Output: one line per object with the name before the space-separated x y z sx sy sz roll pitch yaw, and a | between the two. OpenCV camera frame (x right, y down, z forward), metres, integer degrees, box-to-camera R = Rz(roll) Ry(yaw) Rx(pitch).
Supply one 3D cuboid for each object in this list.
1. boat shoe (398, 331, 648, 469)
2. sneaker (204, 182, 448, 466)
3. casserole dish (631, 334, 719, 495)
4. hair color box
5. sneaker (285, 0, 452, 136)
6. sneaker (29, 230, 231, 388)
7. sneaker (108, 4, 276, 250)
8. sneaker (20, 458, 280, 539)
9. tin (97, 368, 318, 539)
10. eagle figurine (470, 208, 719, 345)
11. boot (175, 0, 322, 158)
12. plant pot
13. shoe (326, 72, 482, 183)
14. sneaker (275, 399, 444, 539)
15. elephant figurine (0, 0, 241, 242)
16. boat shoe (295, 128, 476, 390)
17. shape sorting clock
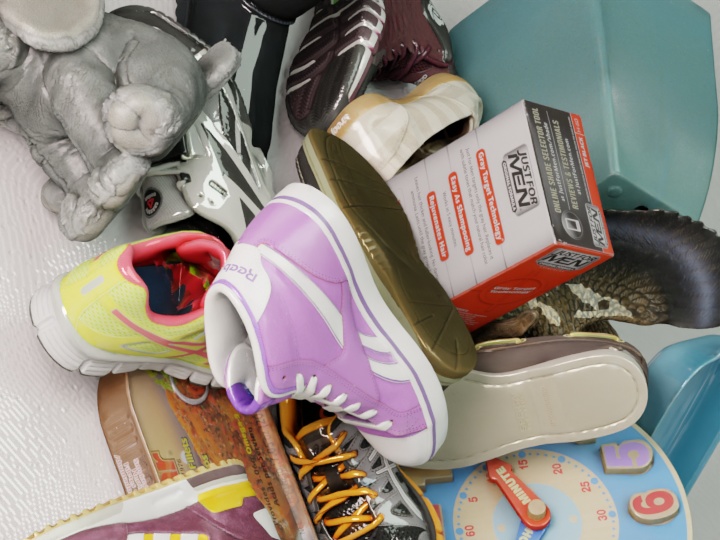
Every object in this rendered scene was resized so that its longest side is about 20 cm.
boat shoe | 0.084 0.078 1.712 0.060 0.199 0.072 -65 144 -71
sneaker | -0.029 0.061 1.546 0.114 0.072 0.201 -52 126 -31
casserole dish | 0.199 0.118 1.821 0.039 0.201 0.121 38 25 25
hair color box | 0.059 -0.018 1.712 0.061 0.200 0.102 11 59 -44
sneaker | 0.019 -0.143 1.849 0.115 0.076 0.201 40 42 -28
sneaker | -0.089 0.016 1.558 0.199 0.090 0.078 -5 63 -47
sneaker | -0.109 -0.068 1.657 0.200 0.074 0.088 58 39 -6
sneaker | -0.125 0.173 1.465 0.199 0.075 0.090 -21 78 -34
tin | -0.090 0.125 1.590 0.112 0.042 0.201 -5 71 -53
eagle figurine | 0.140 0.027 1.827 0.199 0.151 0.152 -18 119 -35
boot | -0.047 -0.171 1.719 0.073 0.162 0.199 21 53 -37
plant pot | 0.166 -0.102 1.910 0.141 0.141 0.201 28 41 -34
shoe | 0.040 -0.088 1.816 0.053 0.070 0.200 38 22 16
sneaker | -0.011 0.124 1.638 0.077 0.078 0.201 34 31 -57
elephant figurine | -0.195 -0.125 1.568 0.200 0.142 0.155 39 12 -2
boat shoe | 0.001 0.001 1.672 0.072 0.066 0.201 14 39 -50
shape sorting clock | 0.112 0.159 1.711 0.199 0.039 0.201 -1 58 1
